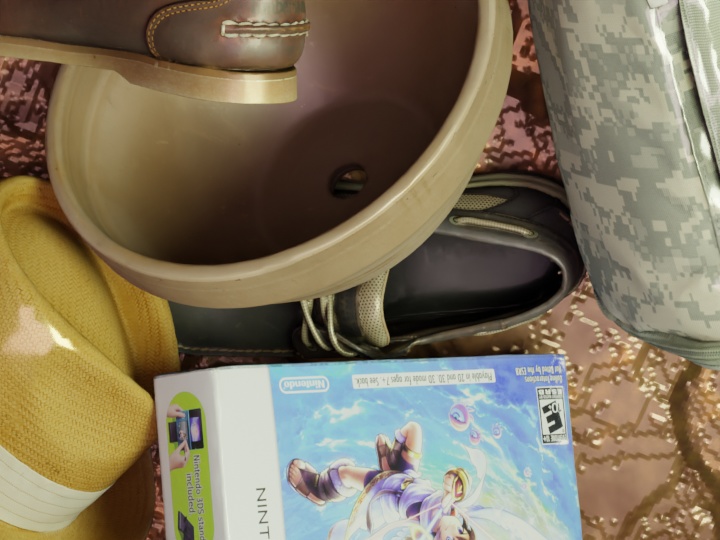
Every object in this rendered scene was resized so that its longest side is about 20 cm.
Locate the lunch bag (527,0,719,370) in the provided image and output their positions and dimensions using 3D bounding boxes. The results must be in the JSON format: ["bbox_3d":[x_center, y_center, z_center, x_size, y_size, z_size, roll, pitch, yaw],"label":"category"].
[{"bbox_3d":[0.144,-0.071,1.124,0.139,0.168,0.201,-14,105,5],"label":"lunch bag"}]

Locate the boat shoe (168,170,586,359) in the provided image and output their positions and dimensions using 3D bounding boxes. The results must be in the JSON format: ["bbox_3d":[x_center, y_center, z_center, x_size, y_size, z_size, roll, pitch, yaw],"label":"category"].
[{"bbox_3d":[0.000,0.000,1.197,0.199,0.073,0.075,-12,106,5],"label":"boat shoe"}]

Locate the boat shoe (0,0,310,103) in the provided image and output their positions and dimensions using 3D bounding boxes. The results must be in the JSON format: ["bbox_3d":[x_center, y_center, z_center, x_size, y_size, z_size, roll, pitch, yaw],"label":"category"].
[{"bbox_3d":[-0.098,-0.113,1.103,0.199,0.070,0.071,11,107,37],"label":"boat shoe"}]

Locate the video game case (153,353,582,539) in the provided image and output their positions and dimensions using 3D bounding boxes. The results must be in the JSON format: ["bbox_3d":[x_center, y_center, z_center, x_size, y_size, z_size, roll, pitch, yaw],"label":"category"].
[{"bbox_3d":[0.012,0.128,1.159,0.199,0.045,0.182,-1,85,-41],"label":"video game case"}]

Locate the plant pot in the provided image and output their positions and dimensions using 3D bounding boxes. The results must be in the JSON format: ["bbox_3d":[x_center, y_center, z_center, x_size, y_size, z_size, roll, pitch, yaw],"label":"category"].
[{"bbox_3d":[-0.021,-0.059,1.148,0.200,0.201,0.093,-28,140,9],"label":"plant pot"}]

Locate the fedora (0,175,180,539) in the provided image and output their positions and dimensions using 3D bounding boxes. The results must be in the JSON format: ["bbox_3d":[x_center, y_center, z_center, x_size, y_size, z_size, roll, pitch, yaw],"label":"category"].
[{"bbox_3d":[-0.133,0.027,1.145,0.082,0.201,0.201,-32,104,27],"label":"fedora"}]
